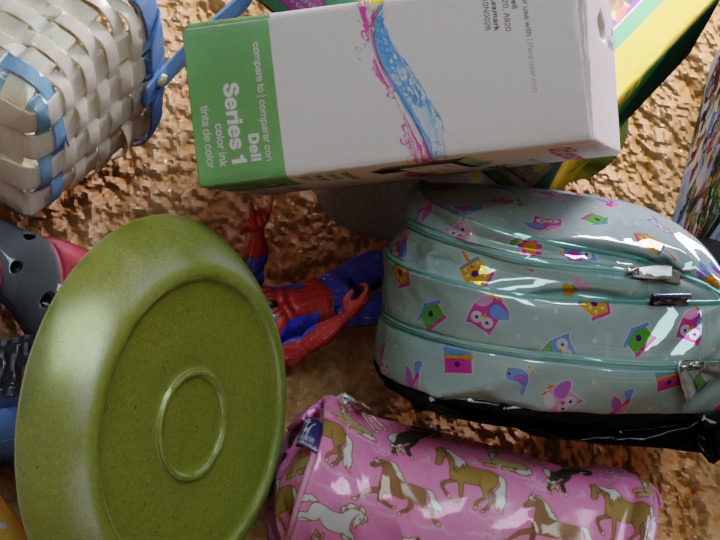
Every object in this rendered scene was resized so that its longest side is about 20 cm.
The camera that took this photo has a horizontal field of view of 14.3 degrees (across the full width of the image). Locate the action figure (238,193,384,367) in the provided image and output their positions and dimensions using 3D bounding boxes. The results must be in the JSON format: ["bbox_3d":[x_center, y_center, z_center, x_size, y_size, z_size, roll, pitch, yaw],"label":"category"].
[{"bbox_3d":[0.000,0.000,1.536,0.199,0.099,0.065,-16,63,-24],"label":"action figure"}]

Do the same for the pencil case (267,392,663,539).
[{"bbox_3d":[0.054,0.126,1.479,0.199,0.087,0.083,15,25,-9],"label":"pencil case"}]

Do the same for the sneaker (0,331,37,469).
[{"bbox_3d":[-0.194,0.074,1.444,0.199,0.079,0.066,-3,39,2],"label":"sneaker"}]

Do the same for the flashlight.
[{"bbox_3d":[-0.209,-0.004,1.489,0.199,0.068,0.068,20,89,-2],"label":"flashlight"}]

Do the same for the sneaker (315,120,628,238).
[{"bbox_3d":[0.048,-0.082,1.628,0.199,0.076,0.105,-11,47,-28],"label":"sneaker"}]

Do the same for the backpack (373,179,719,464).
[{"bbox_3d":[0.103,0.023,1.490,0.199,0.167,0.127,6,95,-20],"label":"backpack"}]

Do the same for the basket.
[{"bbox_3d":[-0.175,-0.140,1.535,0.176,0.139,0.200,28,57,16],"label":"basket"}]

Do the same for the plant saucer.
[{"bbox_3d":[-0.092,0.074,1.405,0.031,0.201,0.200,8,45,34],"label":"plant saucer"}]

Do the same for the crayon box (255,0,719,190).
[{"bbox_3d":[0.072,-0.151,1.593,0.200,0.058,0.173,37,52,10],"label":"crayon box"}]

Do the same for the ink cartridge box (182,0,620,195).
[{"bbox_3d":[0.026,-0.090,1.447,0.199,0.145,0.085,-6,89,11],"label":"ink cartridge box"}]

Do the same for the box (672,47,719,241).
[{"bbox_3d":[0.221,-0.078,1.631,0.038,0.137,0.201,21,54,-4],"label":"box"}]

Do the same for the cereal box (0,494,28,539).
[{"bbox_3d":[-0.228,0.194,1.367,0.200,0.040,0.144,-30,71,-31],"label":"cereal box"}]
